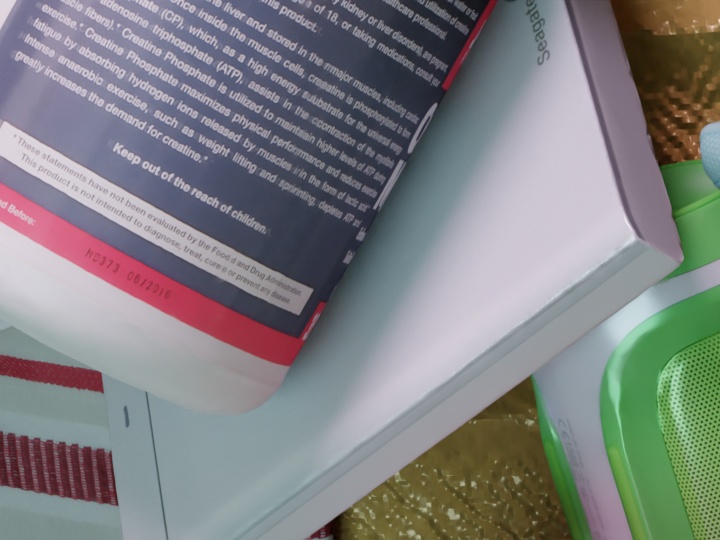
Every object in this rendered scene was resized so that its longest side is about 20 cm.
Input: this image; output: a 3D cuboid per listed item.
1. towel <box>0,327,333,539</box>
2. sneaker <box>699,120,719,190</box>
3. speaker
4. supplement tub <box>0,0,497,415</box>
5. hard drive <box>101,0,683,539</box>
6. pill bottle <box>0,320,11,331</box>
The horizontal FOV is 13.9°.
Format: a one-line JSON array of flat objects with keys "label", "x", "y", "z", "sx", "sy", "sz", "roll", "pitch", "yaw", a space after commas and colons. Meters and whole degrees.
[{"label": "towel", "x": -0.074, "y": 0.078, "z": 1.002, "sx": 0.144, "sy": 0.023, "sz": 0.201, "roll": 8, "pitch": 113, "yaw": 23}, {"label": "sneaker", "x": 0.140, "y": -0.092, "z": 0.732, "sx": 0.086, "sy": 0.078, "sz": 0.200, "roll": 26, "pitch": 109, "yaw": 21}, {"label": "speaker", "x": 0.108, "y": 0.073, "z": 0.872, "sx": 0.088, "sy": 0.088, "sz": 0.201, "roll": -11, "pitch": 104, "yaw": 29}, {"label": "supplement tub", "x": -0.042, "y": -0.074, "z": 0.822, "sx": 0.140, "sy": 0.140, "sz": 0.200, "roll": 30, "pitch": 92, "yaw": 13}, {"label": "hard drive", "x": 0.000, "y": 0.000, "z": 0.865, "sx": 0.200, "sy": 0.132, "sz": 0.027, "roll": -38, "pitch": 134, "yaw": 28}, {"label": "pill bottle", "x": -0.158, "y": -0.074, "z": 0.923, "sx": 0.112, "sy": 0.112, "sz": 0.201, "roll": -14, "pitch": 97, "yaw": 30}]
